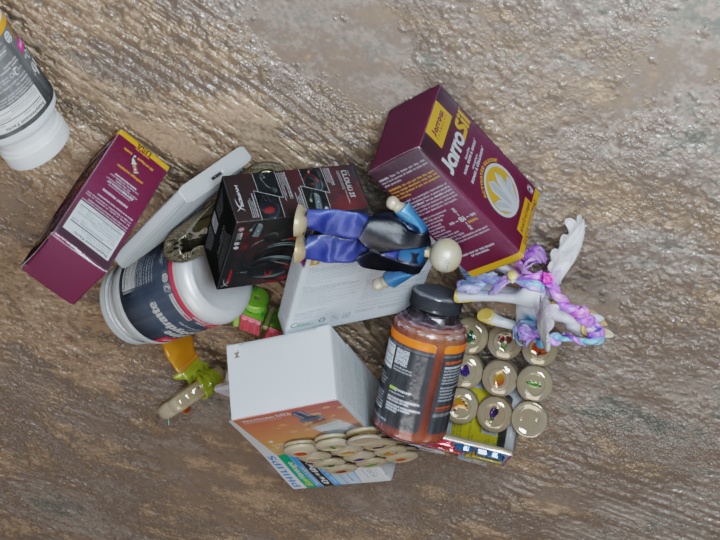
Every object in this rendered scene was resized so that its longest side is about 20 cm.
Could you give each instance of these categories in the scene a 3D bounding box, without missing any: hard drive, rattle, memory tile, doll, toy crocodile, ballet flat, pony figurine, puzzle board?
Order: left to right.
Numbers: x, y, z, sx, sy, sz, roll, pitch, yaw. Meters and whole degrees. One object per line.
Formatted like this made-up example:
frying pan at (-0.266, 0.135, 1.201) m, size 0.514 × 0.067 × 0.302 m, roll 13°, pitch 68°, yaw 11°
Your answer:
rattle at (-0.310, 0.173, 1.986) m, size 0.143 × 0.131 × 0.200 m, roll 41°, pitch 166°, yaw -9°
hard drive at (-0.237, -0.082, 1.592) m, size 0.026 × 0.132 × 0.200 m, roll 51°, pitch 137°, yaw -3°
ballet flat at (-0.178, -0.072, 1.580) m, size 0.199 × 0.046 × 0.068 m, roll -33°, pitch 106°, yaw 11°
toy crocodile at (-0.127, 0.081, 1.794) m, size 0.198 × 0.062 × 0.068 m, roll 22°, pitch 142°, yaw -1°
memory tile at (-0.011, 0.262, 1.733) m, size 0.152 × 0.017 × 0.200 m, roll -14°, pitch 157°, yaw 19°
doll at (0.021, -0.028, 1.418) m, size 0.197 × 0.049 × 0.138 m, roll 6°, pitch 128°, yaw 4°
puzzle board at (0.116, 0.252, 1.739) m, size 0.197 × 0.018 × 0.151 m, roll 14°, pitch 165°, yaw 5°
memory tile at (0.170, 0.144, 1.681) m, size 0.197 × 0.017 × 0.155 m, roll 10°, pitch 98°, yaw 12°
pony figurine at (0.219, 0.028, 1.521) m, size 0.198 × 0.168 × 0.193 m, roll 15°, pitch 159°, yaw 21°

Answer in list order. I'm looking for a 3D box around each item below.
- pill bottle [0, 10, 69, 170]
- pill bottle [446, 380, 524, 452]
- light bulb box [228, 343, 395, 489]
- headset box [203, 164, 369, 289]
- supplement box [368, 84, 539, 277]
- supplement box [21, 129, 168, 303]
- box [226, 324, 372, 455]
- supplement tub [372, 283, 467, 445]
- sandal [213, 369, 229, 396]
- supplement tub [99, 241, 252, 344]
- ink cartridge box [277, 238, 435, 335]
pill bottle at (-0.459, -0.231, 1.526) m, size 0.115 × 0.117 × 0.201 m, roll -2°, pitch 138°, yaw 26°
pill bottle at (0.138, 0.195, 1.769) m, size 0.197 × 0.115 × 0.115 m, roll 12°, pitch 142°, yaw 12°
light bulb box at (-0.064, 0.234, 1.898) m, size 0.198 × 0.126 × 0.199 m, roll -12°, pitch 132°, yaw 34°
headset box at (-0.087, -0.057, 1.539) m, size 0.198 × 0.076 × 0.149 m, roll -7°, pitch 148°, yaw -24°
supplement box at (0.113, -0.103, 1.423) m, size 0.085 × 0.111 × 0.200 m, roll -22°, pitch 126°, yaw 41°
supplement box at (-0.346, -0.071, 1.582) m, size 0.085 × 0.201 × 0.110 m, roll 37°, pitch 139°, yaw -17°
box at (-0.081, 0.169, 1.660) m, size 0.150 × 0.108 × 0.200 m, roll -12°, pitch 156°, yaw 11°
supplement tub at (0.084, 0.124, 1.621) m, size 0.106 × 0.107 × 0.202 m, roll 14°, pitch 105°, yaw 7°
sandal at (-0.129, 0.143, 1.799) m, size 0.205 × 0.060 × 0.079 m, roll -20°, pitch 150°, yaw 31°
supplement tub at (-0.265, 0.025, 1.725) m, size 0.199 × 0.141 × 0.140 m, roll -18°, pitch 128°, yaw 39°
ink cartridge box at (0.000, 0.000, 1.574) m, size 0.194 × 0.044 × 0.201 m, roll -10°, pitch 146°, yaw -22°
